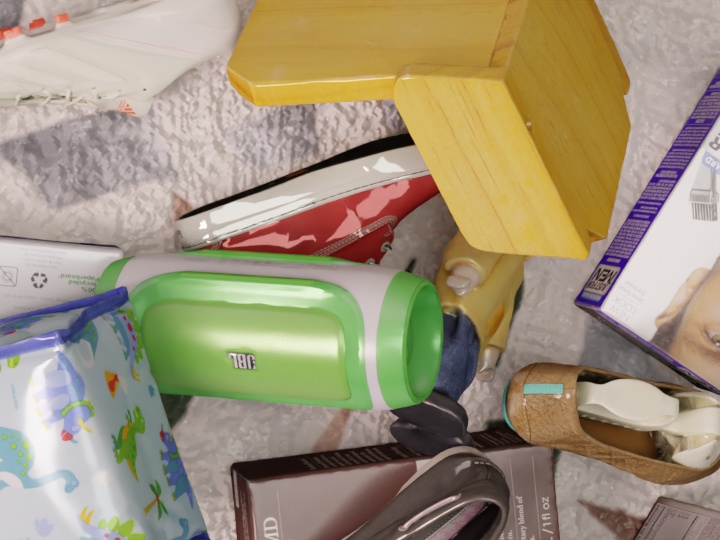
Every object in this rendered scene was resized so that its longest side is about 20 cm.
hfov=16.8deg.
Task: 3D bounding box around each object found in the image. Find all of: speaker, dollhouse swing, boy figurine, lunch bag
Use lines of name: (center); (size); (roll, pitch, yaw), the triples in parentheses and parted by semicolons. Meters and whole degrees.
speaker: (-0.056, 0.035, 1.442); (0.199, 0.088, 0.089); (3, 93, 20)
dollhouse swing: (0.045, -0.104, 1.480); (0.175, 0.200, 0.182); (-16, 121, 23)
boy figurine: (0.077, 0.022, 1.523); (0.064, 0.125, 0.200); (16, 58, 21)
lunch bag: (-0.210, 0.119, 1.418); (0.199, 0.127, 0.171); (-16, 98, 20)

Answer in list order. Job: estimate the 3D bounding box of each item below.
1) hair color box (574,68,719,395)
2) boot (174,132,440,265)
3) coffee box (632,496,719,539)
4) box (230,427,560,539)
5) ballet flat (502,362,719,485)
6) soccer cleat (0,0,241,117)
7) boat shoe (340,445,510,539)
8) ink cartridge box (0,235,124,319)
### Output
hair color box: (0.240, -0.032, 1.574); (0.109, 0.065, 0.200); (33, 88, -12)
boot: (0.000, 0.000, 1.524); (0.199, 0.072, 0.145); (-21, 97, -2)
coffee box: (0.244, 0.210, 1.517); (0.113, 0.200, 0.080); (34, 83, -10)
box: (0.024, 0.161, 1.535); (0.199, 0.075, 0.101); (-7, 95, -9)
ballet flat: (0.181, 0.092, 1.526); (0.199, 0.072, 0.068); (18, 69, -36)
soccer cleat: (-0.165, -0.123, 1.484); (0.199, 0.069, 0.078); (-19, 100, -13)
boat shoe: (0.012, 0.189, 1.458); (0.067, 0.057, 0.200); (39, 99, -25)
ink cartridge box: (-0.252, 0.075, 1.488); (0.199, 0.041, 0.201); (6, 92, -12)
